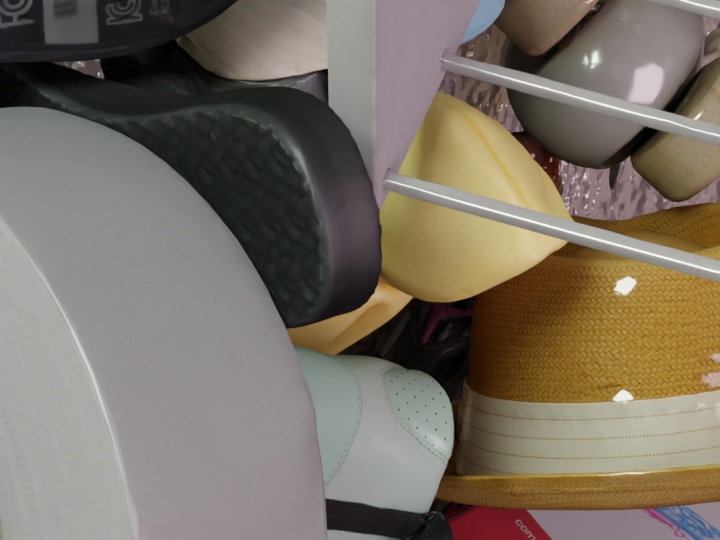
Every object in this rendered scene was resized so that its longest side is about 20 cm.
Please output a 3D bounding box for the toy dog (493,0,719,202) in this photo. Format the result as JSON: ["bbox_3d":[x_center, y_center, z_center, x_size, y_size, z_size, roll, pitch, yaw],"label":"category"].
[{"bbox_3d":[0.076,-0.069,0.922,0.096,0.132,0.200,-42,170,13],"label":"toy dog"}]

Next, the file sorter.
[{"bbox_3d":[0.081,-0.117,0.680,0.139,0.124,0.200,90,19,-50],"label":"file sorter"}]

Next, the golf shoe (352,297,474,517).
[{"bbox_3d":[0.031,0.053,0.987,0.200,0.073,0.092,-33,154,-39],"label":"golf shoe"}]

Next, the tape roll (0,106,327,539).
[{"bbox_3d":[-0.100,0.060,0.684,0.066,0.200,0.201,-12,115,-46],"label":"tape roll"}]

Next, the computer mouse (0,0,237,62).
[{"bbox_3d":[-0.116,-0.100,0.673,0.200,0.053,0.139,-5,125,-17],"label":"computer mouse"}]

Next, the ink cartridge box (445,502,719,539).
[{"bbox_3d":[0.074,0.133,1.004,0.200,0.083,0.146,-23,156,-46],"label":"ink cartridge box"}]

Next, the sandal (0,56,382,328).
[{"bbox_3d":[-0.050,-0.022,0.714,0.048,0.200,0.075,-19,110,-33],"label":"sandal"}]

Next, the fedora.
[{"bbox_3d":[0.088,0.023,0.846,0.200,0.200,0.082,-10,98,-51],"label":"fedora"}]

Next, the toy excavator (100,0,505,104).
[{"bbox_3d":[0.012,-0.121,0.827,0.200,0.194,0.100,-11,117,-20],"label":"toy excavator"}]

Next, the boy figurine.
[{"bbox_3d":[0.000,0.000,0.817,0.064,0.200,0.124,51,52,-1],"label":"boy figurine"}]

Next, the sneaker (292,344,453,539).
[{"bbox_3d":[-0.054,0.089,0.783,0.118,0.074,0.200,7,143,-39],"label":"sneaker"}]
